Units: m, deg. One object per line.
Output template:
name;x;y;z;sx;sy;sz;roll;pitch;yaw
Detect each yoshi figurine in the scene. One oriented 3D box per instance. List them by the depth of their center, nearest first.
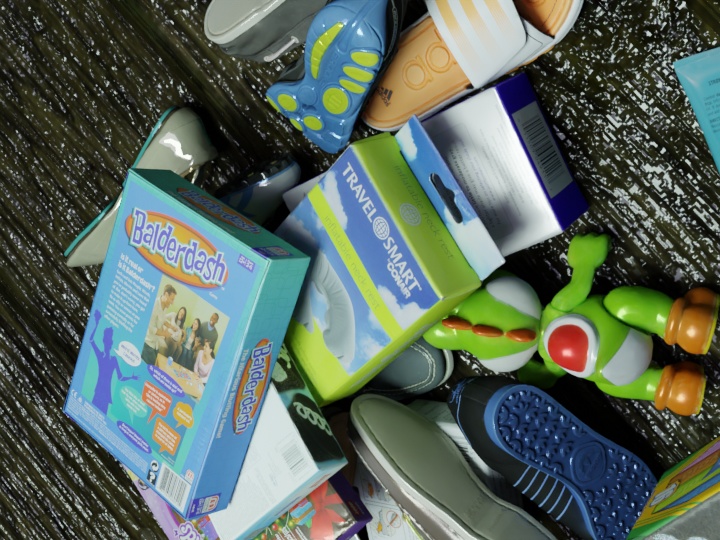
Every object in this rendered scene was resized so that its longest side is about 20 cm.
yoshi figurine;0.144;0.037;0.798;0.198;0.113;0.112;10;154;12

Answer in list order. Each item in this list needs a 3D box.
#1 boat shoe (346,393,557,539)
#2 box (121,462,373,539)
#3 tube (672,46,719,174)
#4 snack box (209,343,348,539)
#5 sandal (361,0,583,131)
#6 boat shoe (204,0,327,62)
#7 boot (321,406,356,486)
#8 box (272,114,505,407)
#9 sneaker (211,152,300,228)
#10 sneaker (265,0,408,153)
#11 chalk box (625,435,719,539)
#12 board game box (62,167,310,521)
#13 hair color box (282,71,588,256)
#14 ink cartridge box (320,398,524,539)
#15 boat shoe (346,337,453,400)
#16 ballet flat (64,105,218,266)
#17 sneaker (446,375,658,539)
boat shoe;0.060;0.174;0.831;0.200;0.072;0.060;40;127;16
box;-0.101;0.156;0.884;0.137;0.039;0.200;-42;70;11
tube;0.263;-0.048;0.710;0.077;0.050;0.202;-17;94;30
snack box;-0.101;0.086;0.835;0.116;0.037;0.201;-42;68;32
sandal;0.064;-0.153;0.775;0.206;0.059;0.079;-35;89;35
boat shoe;-0.026;-0.211;0.818;0.199;0.057;0.067;-23;60;31
boot;-0.080;0.178;0.969;0.146;0.070;0.202;33;115;44
box;0.000;0.000;0.780;0.123;0.047;0.200;59;138;13
sneaker;-0.107;-0.026;0.919;0.073;0.072;0.200;49;127;-3
sneaker;-0.010;-0.144;0.790;0.071;0.083;0.200;39;157;-3
chalk box;0.292;0.154;0.721;0.125;0.124;0.200;51;124;5
board game box;-0.129;0.049;0.802;0.152;0.045;0.201;32;112;33
hair color box;0.051;-0.050;0.820;0.199;0.065;0.110;-23;96;33
ink cartridge box;0.055;0.204;0.927;0.173;0.043;0.202;3;109;43
boat shoe;-0.022;0.079;0.912;0.199;0.062;0.073;0;108;30
ballet flat;-0.184;-0.053;0.959;0.070;0.069;0.200;48;124;6
sneaker;0.145;0.140;0.821;0.200;0.070;0.078;44;166;-23
